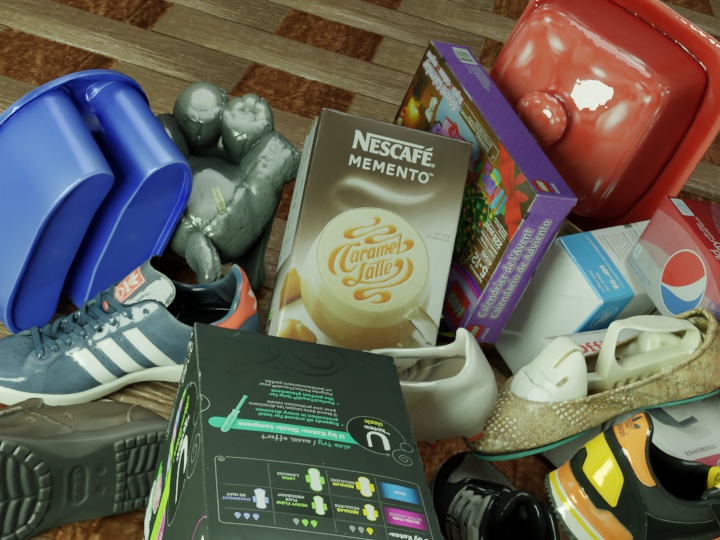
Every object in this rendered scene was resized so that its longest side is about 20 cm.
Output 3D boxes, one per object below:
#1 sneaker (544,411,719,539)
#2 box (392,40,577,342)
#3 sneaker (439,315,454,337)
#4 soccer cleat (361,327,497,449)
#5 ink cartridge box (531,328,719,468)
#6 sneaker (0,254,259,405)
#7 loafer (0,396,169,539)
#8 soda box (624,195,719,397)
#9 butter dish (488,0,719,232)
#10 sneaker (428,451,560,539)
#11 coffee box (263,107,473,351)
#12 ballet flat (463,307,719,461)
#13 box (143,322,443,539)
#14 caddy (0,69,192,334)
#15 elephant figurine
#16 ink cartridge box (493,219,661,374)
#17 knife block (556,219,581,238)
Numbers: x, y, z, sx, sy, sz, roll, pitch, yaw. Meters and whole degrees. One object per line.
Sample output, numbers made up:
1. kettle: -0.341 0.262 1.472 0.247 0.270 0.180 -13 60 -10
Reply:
1. sneaker: 0.207 0.165 0.855 0.200 0.090 0.070 39 19 -17
2. box: 0.077 -0.062 1.071 0.039 0.137 0.200 5 38 -29
3. sneaker: 0.033 0.009 1.140 0.199 0.074 0.084 -2 36 -31
4. soccer cleat: -0.012 0.090 0.893 0.199 0.078 0.069 -18 34 -4
5. ink cartridge box: 0.228 0.125 1.017 0.145 0.085 0.200 -5 32 -37
6. sneaker: -0.165 0.034 0.950 0.199 0.085 0.075 -9 36 -21
7. loafer: -0.199 0.114 0.827 0.199 0.073 0.071 1 19 -38
8. soda box: 0.271 0.034 1.014 0.063 0.070 0.200 8 35 -28
9. butter dish: 0.173 -0.131 1.150 0.199 0.200 0.148 40 29 20
10. sneaker: 0.091 0.161 0.867 0.075 0.088 0.200 8 26 -12
11. coffee box: 0.000 0.000 0.994 0.114 0.201 0.080 12 -11 -8
12. ballet flat: 0.156 0.068 0.940 0.199 0.066 0.070 -16 25 -21
13. box: -0.043 0.147 0.748 0.124 0.149 0.200 10 27 -14
14. caddy: -0.210 -0.050 0.993 0.141 0.200 0.105 -12 54 -45
15. elephant figurine: -0.116 -0.049 1.129 0.155 0.200 0.142 -40 79 -21
16. ink cartridge box: 0.211 0.021 1.156 0.200 0.116 0.067 -10 57 -42
17. knife block: 0.112 -0.055 1.233 0.176 0.064 0.200 41 6 37
